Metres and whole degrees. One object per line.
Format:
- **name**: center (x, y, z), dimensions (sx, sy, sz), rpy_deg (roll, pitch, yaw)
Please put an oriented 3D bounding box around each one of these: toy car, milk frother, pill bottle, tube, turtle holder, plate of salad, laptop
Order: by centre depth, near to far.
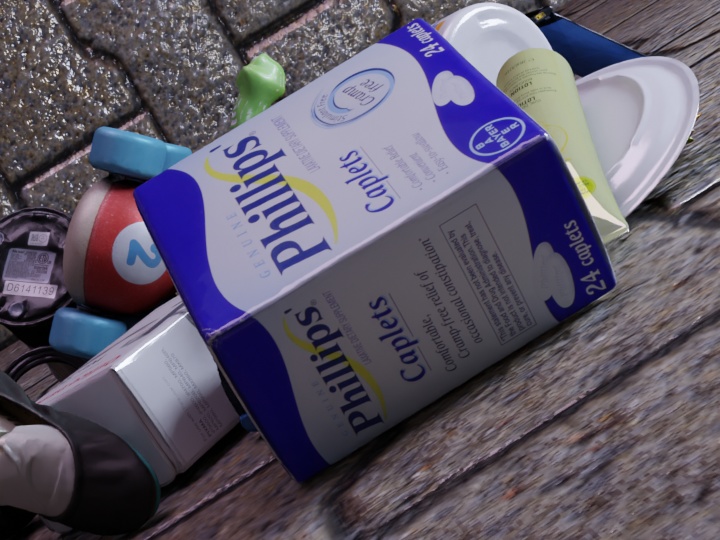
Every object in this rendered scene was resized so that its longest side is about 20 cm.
- **tube**: center (0.114, -0.064, 1.016), dimensions (0.200, 0.052, 0.058), rpy_deg (-91, 14, -52)
- **plate of salad**: center (0.136, -0.059, 1.085), dimensions (0.200, 0.048, 0.200), rpy_deg (-35, 27, 20)
- **pill bottle**: center (0.051, -0.121, 1.285), dimensions (0.112, 0.112, 0.200), rpy_deg (-36, 9, -32)
- **toy car**: center (-0.132, -0.006, 1.413), dimensions (0.199, 0.185, 0.177), rpy_deg (13, 2, 8)
- **laptop**: center (0.146, -0.161, 1.499), dimensions (0.200, 0.116, 0.187), rpy_deg (-34, 8, -8)
- **turtle holder**: center (-0.027, -0.107, 1.503), dimensions (0.132, 0.185, 0.141), rpy_deg (-60, -9, -3)
- **milk frother**: center (-0.271, 0.077, 1.580), dimensions (0.201, 0.180, 0.188), rpy_deg (-62, -22, -15)

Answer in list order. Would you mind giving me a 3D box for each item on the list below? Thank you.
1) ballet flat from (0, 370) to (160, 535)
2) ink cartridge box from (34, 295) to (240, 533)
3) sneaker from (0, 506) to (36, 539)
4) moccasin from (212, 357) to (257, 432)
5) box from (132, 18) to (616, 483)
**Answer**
- **ballet flat**: center (-0.207, 0.110, 1.024), dimensions (0.200, 0.068, 0.068), rpy_deg (22, 16, 40)
- **ink cartridge box**: center (-0.129, 0.076, 1.138), dimensions (0.145, 0.085, 0.200), rpy_deg (-29, 9, 39)
- **sneaker**: center (-0.286, 0.181, 1.184), dimensions (0.200, 0.073, 0.082), rpy_deg (-41, 9, 11)
- **moccasin**: center (-0.019, 0.023, 1.085), dimensions (0.080, 0.068, 0.200), rpy_deg (-27, 12, 38)
- **box**: center (0.001, -0.018, 0.915), dimensions (0.200, 0.105, 0.184), rpy_deg (-32, 33, -3)
